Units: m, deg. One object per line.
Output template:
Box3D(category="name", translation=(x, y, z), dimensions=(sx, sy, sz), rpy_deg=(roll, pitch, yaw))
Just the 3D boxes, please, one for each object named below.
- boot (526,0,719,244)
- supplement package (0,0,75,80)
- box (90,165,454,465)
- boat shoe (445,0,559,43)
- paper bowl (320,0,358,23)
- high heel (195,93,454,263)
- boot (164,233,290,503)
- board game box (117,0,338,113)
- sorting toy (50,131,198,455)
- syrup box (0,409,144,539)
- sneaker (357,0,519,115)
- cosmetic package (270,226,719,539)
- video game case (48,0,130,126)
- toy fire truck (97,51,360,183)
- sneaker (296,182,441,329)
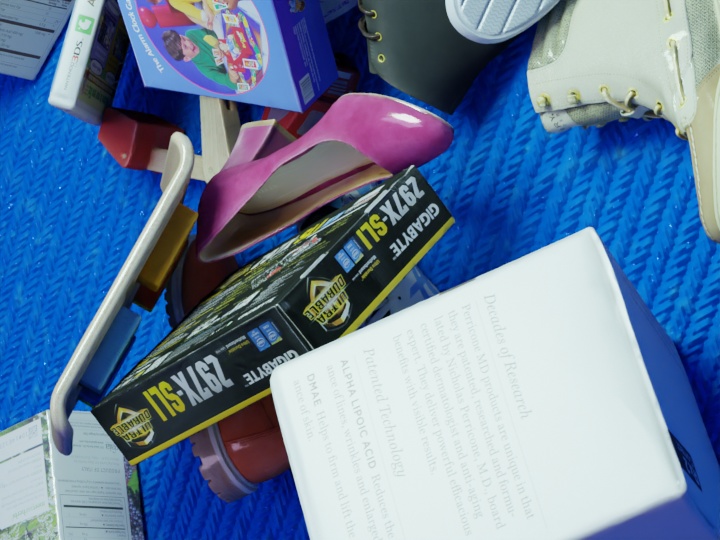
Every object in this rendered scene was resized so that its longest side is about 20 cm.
Box3D(category="boot", translation=(0.170, -0.095, 1.249), dimensions=(0.154, 0.072, 0.202), rpy_deg=(-17, 65, 41))
Box3D(category="supplement package", translation=(-0.332, -0.264, 1.719), dimensions=(0.111, 0.155, 0.200), rpy_deg=(-56, 50, 24))
Box3D(category="box", translation=(-0.055, 0.029, 1.314), dimensions=(0.199, 0.160, 0.049), rpy_deg=(-29, 101, 44))
Box3D(category="boat shoe", translation=(0.112, -0.219, 1.306), dimensions=(0.201, 0.072, 0.062), rpy_deg=(-58, 8, -11))
Box3D(category="paper bowl", translation=(-0.057, -0.268, 1.450), dimensions=(0.199, 0.104, 0.202), rpy_deg=(-17, 60, 31))
Box3D(category="high heel", translation=(-0.027, -0.052, 1.342), dimensions=(0.199, 0.067, 0.097), rpy_deg=(0, 61, 43))
Box3D(category="boot", translation=(-0.068, 0.048, 1.478), dimensions=(0.107, 0.075, 0.201), rpy_deg=(-28, 57, 17))
Box3D(category="board game box", translation=(-0.100, -0.203, 1.367), dimensions=(0.134, 0.045, 0.201), rpy_deg=(12, 132, 33))
Box3D(category="sorting toy", translation=(-0.149, 0.022, 1.409), dimensions=(0.185, 0.036, 0.201), rpy_deg=(131, 163, -78))
Box3D(category="syrup box", translation=(-0.208, 0.208, 1.571), dimensions=(0.078, 0.081, 0.202), rpy_deg=(-25, 67, 42))
Box3D(category="sneaker", translation=(0.007, -0.187, 1.347), dimensions=(0.107, 0.199, 0.075), rpy_deg=(-54, 5, 11))
Box3D(category="cosmetic package", translation=(0.085, 0.113, 1.184), dimensions=(0.199, 0.165, 0.166), rpy_deg=(-24, 59, 12))
Box3D(category="video game case", translation=(-0.175, -0.197, 1.544), dimensions=(0.200, 0.022, 0.184), rpy_deg=(-144, 70, -89))
Box3D(category="toy fire truck", translation=(-0.094, -0.113, 1.533), dimensions=(0.200, 0.049, 0.142), rpy_deg=(32, 106, 42))
Box3D(category="sneaker", translation=(0.000, 0.000, 1.405), dimensions=(0.072, 0.072, 0.201), rpy_deg=(-45, 56, 28))
